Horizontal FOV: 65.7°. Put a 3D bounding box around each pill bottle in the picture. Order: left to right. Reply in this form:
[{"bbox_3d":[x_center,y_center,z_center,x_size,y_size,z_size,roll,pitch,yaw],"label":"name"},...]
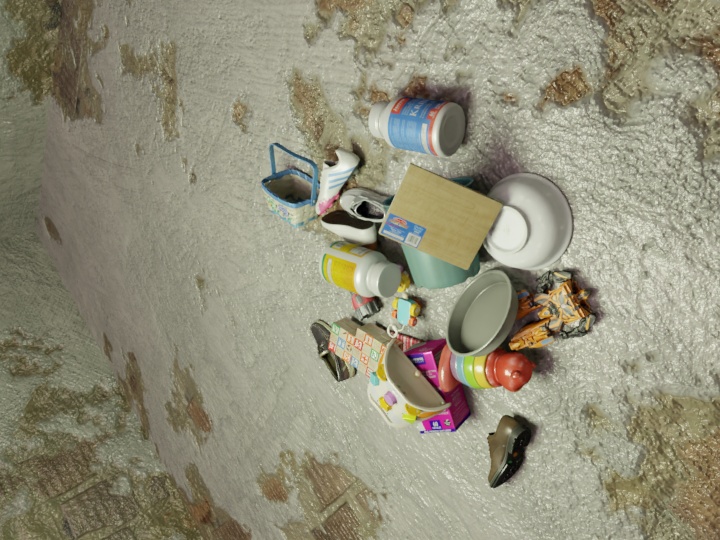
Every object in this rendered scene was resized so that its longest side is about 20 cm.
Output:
[{"bbox_3d":[0.000,0.000,1.360,0.199,0.112,0.114,18,116,43],"label":"pill bottle"},{"bbox_3d":[0.116,-0.315,1.206,0.199,0.112,0.113,20,117,37],"label":"pill bottle"}]

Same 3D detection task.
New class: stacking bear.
[{"bbox_3d":[0.280,0.211,1.211,0.199,0.121,0.115,-1,97,51],"label":"stacking bear"}]

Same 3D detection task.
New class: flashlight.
[{"bbox_3d":[-0.018,0.033,1.495,0.068,0.068,0.201,-45,67,52],"label":"flashlight"}]

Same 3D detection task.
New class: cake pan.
[{"bbox_3d":[0.259,0.095,1.182,0.037,0.201,0.200,29,138,-20],"label":"cake pan"}]

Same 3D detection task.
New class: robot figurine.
[{"bbox_3d":[0.375,0.087,1.132,0.200,0.058,0.146,-36,79,45],"label":"robot figurine"}]

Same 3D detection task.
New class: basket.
[{"bbox_3d":[-0.180,-0.227,1.503,0.176,0.139,0.201,32,133,32],"label":"basket"}]

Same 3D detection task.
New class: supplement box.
[{"bbox_3d":[0.179,0.279,1.350,0.101,0.103,0.202,-16,92,35],"label":"supplement box"}]

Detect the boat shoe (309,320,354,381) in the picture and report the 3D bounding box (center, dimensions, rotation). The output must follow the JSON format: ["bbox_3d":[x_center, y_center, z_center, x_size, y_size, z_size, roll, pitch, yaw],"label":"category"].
[{"bbox_3d":[-0.093,0.236,1.632,0.201,0.065,0.072,55,135,16],"label":"boat shoe"}]

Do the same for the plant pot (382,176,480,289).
[{"bbox_3d":[0.165,-0.077,1.198,0.199,0.200,0.198,0,112,44],"label":"plant pot"}]

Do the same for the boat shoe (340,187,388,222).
[{"bbox_3d":[0.009,-0.158,1.393,0.199,0.068,0.073,26,122,39],"label":"boat shoe"}]

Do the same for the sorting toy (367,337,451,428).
[{"bbox_3d":[0.082,0.297,1.315,0.200,0.106,0.180,48,142,14],"label":"sorting toy"}]

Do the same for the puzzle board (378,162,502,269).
[{"bbox_3d":[0.154,-0.102,1.084,0.198,0.017,0.152,21,113,-9],"label":"puzzle board"}]

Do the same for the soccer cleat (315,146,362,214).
[{"bbox_3d":[-0.075,-0.233,1.438,0.086,0.070,0.200,36,125,-7],"label":"soccer cleat"}]

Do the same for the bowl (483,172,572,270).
[{"bbox_3d":[0.310,-0.089,1.114,0.200,0.090,0.203,16,114,39],"label":"bowl"}]

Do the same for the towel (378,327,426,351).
[{"bbox_3d":[0.092,0.232,1.483,0.199,0.022,0.146,12,110,39],"label":"towel"}]

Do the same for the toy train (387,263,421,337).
[{"bbox_3d":[0.084,0.059,1.412,0.150,0.055,0.201,-34,77,46],"label":"toy train"}]

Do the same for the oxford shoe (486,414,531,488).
[{"bbox_3d":[0.331,0.418,1.294,0.084,0.072,0.202,41,127,46],"label":"oxford shoe"}]

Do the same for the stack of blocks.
[{"bbox_3d":[0.010,0.201,1.493,0.199,0.058,0.116,29,119,33],"label":"stack of blocks"}]

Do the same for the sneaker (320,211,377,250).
[{"bbox_3d":[-0.032,-0.097,1.455,0.199,0.073,0.085,25,140,47],"label":"sneaker"}]
